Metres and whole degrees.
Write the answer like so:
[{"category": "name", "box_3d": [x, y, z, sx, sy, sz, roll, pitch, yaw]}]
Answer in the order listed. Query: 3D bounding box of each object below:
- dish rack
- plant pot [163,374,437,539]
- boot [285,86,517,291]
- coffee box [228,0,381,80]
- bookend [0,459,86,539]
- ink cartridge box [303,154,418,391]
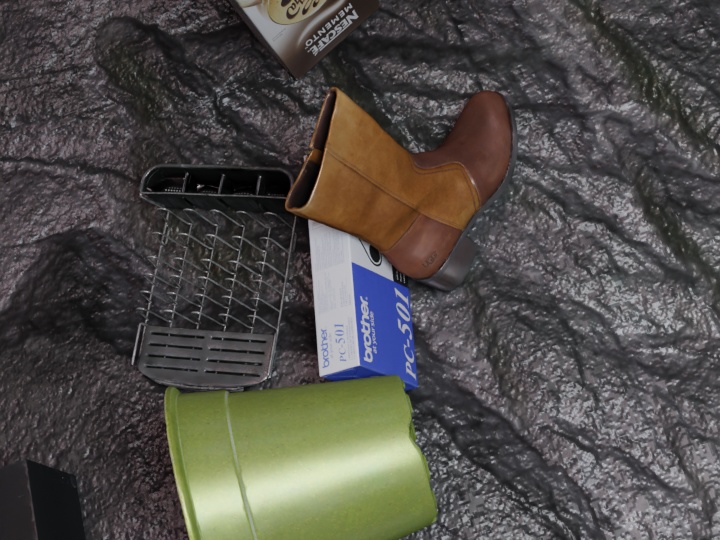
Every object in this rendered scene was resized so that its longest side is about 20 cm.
[{"category": "dish rack", "box_3d": [-0.135, 0.007, 1.320, 0.152, 0.055, 0.202, 3, 73, 19]}, {"category": "plant pot", "box_3d": [-0.041, 0.166, 1.174, 0.188, 0.200, 0.202, -16, 67, 0]}, {"category": "boot", "box_3d": [0.035, -0.101, 1.223, 0.068, 0.199, 0.190, 19, 82, 50]}, {"category": "coffee box", "box_3d": [-0.072, -0.277, 1.318, 0.113, 0.200, 0.080, -42, 61, 0]}, {"category": "bookend", "box_3d": [-0.337, 0.293, 1.263, 0.197, 0.092, 0.202, -20, 68, 12]}, {"category": "ink cartridge box", "box_3d": [0.000, 0.000, 1.253, 0.044, 0.094, 0.202, -17, 66, 30]}]
